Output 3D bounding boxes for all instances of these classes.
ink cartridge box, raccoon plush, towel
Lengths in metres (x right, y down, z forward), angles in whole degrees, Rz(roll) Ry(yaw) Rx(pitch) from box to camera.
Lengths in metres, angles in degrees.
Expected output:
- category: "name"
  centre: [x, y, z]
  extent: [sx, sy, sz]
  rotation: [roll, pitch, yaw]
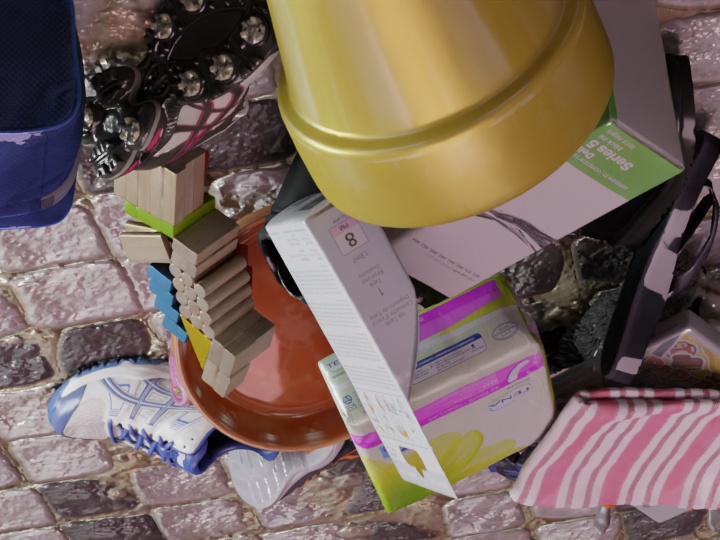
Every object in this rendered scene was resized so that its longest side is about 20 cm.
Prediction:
- category: "ink cartridge box"
  centre: [0.099, -0.095, 1.514]
  extent: [0.200, 0.146, 0.084]
  rotation: [-29, 140, 32]
- category: "raccoon plush"
  centre: [0.190, 0.040, 1.808]
  extent: [0.199, 0.097, 0.134]
  rotation: [-15, 139, 14]
- category: "ink cartridge box"
  centre: [0.014, 0.044, 1.508]
  extent: [0.057, 0.201, 0.163]
  rotation: [-34, -174, -10]
- category: "towel"
  centre: [0.227, 0.139, 1.771]
  extent: [0.199, 0.030, 0.147]
  rotation: [2, 143, -18]

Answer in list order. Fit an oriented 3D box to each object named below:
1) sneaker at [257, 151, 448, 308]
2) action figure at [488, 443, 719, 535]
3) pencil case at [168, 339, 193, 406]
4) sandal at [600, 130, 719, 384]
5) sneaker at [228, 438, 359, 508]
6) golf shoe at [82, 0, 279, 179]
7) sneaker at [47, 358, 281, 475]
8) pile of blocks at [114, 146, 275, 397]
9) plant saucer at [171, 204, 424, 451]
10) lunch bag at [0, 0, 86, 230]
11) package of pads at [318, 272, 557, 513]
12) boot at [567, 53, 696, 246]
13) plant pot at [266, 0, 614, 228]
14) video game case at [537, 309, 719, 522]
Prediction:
- category: "sneaker"
  centre: [0.000, 0.000, 1.650]
  extent: [0.200, 0.099, 0.071]
  rotation: [46, 162, -32]
- category: "action figure"
  centre: [0.214, 0.159, 2.026]
  extent: [0.199, 0.105, 0.194]
  rotation: [8, 148, 27]
- category: "pencil case"
  centre: [-0.053, 0.071, 1.815]
  extent: [0.199, 0.083, 0.087]
  rotation: [4, 149, -14]
- category: "sandal"
  centre: [0.225, -0.010, 1.686]
  extent: [0.043, 0.076, 0.201]
  rotation: [15, 114, -6]
- category: "sneaker"
  centre: [-0.026, 0.147, 1.949]
  extent: [0.112, 0.078, 0.200]
  rotation: [-6, 168, -33]
- category: "golf shoe"
  centre: [-0.102, -0.131, 1.511]
  extent: [0.200, 0.078, 0.088]
  rotation: [-34, 161, 37]
- category: "sneaker"
  centre: [-0.155, 0.121, 1.873]
  extent: [0.199, 0.089, 0.075]
  rotation: [-8, 150, 5]
- category: "pile of blocks"
  centre: [-0.116, -0.013, 1.649]
  extent: [0.082, 0.062, 0.201]
  rotation: [5, 121, 42]
- category: "plant saucer"
  centre: [-0.044, 0.039, 1.731]
  extent: [0.199, 0.032, 0.201]
  rotation: [-6, 114, -14]
- category: "lunch bag"
  centre: [-0.271, -0.099, 1.451]
  extent: [0.199, 0.136, 0.133]
  rotation: [0, 147, -8]
- category: "package of pads"
  centre: [0.063, 0.090, 1.689]
  extent: [0.154, 0.068, 0.200]
  rotation: [-25, 155, -3]
- category: "boot"
  centre: [0.139, -0.075, 1.616]
  extent: [0.157, 0.080, 0.211]
  rotation: [1, 148, -11]
- category: "plant pot"
  centre: [0.027, -0.159, 1.369]
  extent: [0.200, 0.201, 0.189]
  rotation: [-16, 132, 16]
- category: "video game case"
  centre: [0.243, 0.118, 1.812]
  extent: [0.182, 0.023, 0.200]
  rotation: [-30, 131, 33]
